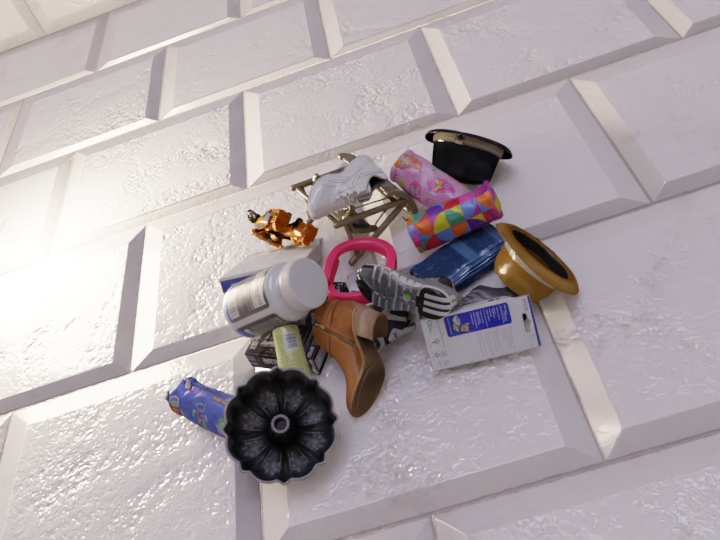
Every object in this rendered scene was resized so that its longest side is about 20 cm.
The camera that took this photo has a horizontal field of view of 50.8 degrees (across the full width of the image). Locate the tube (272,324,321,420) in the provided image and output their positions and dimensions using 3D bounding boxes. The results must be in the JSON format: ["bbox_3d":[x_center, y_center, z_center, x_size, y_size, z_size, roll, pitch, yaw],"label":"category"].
[{"bbox_3d":[-0.120,0.202,1.405,0.058,0.052,0.202,-35,63,46],"label":"tube"}]

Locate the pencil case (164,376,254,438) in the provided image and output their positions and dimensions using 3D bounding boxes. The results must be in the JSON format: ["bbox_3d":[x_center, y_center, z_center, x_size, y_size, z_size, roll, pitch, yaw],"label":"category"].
[{"bbox_3d":[-0.273,0.259,1.425,0.199,0.088,0.078,15,34,33],"label":"pencil case"}]

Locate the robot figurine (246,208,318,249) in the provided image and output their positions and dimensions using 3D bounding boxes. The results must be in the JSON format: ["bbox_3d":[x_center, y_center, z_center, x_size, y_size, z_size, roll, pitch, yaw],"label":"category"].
[{"bbox_3d":[-0.176,-0.090,1.654,0.200,0.144,0.059,-4,62,64],"label":"robot figurine"}]

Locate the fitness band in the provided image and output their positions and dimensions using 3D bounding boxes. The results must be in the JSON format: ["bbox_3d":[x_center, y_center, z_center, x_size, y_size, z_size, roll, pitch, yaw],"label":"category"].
[{"bbox_3d":[0.000,0.000,1.495,0.142,0.038,0.201,-1,34,9],"label":"fitness band"}]

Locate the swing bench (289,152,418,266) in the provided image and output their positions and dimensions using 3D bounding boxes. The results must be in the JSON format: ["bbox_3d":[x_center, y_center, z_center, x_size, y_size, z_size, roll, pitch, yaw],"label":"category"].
[{"bbox_3d":[-0.012,-0.154,1.675,0.199,0.130,0.199,-36,47,-14],"label":"swing bench"}]

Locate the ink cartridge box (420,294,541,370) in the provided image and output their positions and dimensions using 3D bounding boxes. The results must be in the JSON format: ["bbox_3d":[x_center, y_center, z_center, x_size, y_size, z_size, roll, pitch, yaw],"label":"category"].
[{"bbox_3d":[0.213,0.108,1.352,0.198,0.100,0.039,-13,7,11],"label":"ink cartridge box"}]

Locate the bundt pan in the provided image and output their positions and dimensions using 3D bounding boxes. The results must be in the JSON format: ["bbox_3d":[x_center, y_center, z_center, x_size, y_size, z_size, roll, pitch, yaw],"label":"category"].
[{"bbox_3d":[-0.138,0.273,1.318,0.200,0.076,0.204,1,68,-2],"label":"bundt pan"}]

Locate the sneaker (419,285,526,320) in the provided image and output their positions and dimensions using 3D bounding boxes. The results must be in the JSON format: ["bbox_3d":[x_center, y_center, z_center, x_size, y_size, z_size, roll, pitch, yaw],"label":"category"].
[{"bbox_3d":[0.208,0.073,1.418,0.198,0.074,0.081,-7,38,7],"label":"sneaker"}]

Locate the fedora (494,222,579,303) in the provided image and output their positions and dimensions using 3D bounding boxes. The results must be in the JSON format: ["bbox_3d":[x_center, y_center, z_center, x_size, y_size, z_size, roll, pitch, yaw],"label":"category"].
[{"bbox_3d":[0.310,-0.004,1.405,0.082,0.200,0.201,-54,38,22],"label":"fedora"}]

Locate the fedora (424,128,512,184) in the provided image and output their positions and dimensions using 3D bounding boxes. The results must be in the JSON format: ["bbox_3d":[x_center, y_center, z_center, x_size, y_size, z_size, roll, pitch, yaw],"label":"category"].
[{"bbox_3d":[0.230,-0.243,1.676,0.199,0.200,0.092,16,90,34],"label":"fedora"}]

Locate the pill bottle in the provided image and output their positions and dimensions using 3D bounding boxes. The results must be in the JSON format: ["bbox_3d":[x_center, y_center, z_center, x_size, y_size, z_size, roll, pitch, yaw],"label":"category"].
[{"bbox_3d":[-0.160,0.051,1.434,0.199,0.114,0.114,-23,35,41],"label":"pill bottle"}]

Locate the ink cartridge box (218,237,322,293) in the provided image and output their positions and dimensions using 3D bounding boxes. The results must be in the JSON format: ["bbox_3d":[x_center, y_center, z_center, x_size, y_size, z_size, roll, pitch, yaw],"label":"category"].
[{"bbox_3d":[-0.186,-0.011,1.657,0.195,0.044,0.200,-13,12,13],"label":"ink cartridge box"}]

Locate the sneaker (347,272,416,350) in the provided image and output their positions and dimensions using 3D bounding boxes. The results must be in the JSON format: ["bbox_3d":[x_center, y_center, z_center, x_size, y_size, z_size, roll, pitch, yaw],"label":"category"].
[{"bbox_3d":[0.051,0.065,1.484,0.128,0.080,0.200,-15,34,-4],"label":"sneaker"}]

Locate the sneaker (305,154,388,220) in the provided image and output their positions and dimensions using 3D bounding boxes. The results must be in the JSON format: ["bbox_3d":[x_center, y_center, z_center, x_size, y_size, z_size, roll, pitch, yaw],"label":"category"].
[{"bbox_3d":[-0.028,-0.165,1.554,0.200,0.075,0.087,-38,54,-22],"label":"sneaker"}]

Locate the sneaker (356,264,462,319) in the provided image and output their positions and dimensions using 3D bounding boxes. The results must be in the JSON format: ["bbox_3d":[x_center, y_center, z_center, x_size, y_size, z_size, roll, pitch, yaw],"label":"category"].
[{"bbox_3d":[0.096,0.034,1.388,0.199,0.076,0.115,22,21,30],"label":"sneaker"}]

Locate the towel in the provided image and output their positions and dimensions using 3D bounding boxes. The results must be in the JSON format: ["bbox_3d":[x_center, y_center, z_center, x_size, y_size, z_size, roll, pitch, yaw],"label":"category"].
[{"bbox_3d":[0.201,-0.022,1.520,0.199,0.049,0.112,-34,43,-10],"label":"towel"}]

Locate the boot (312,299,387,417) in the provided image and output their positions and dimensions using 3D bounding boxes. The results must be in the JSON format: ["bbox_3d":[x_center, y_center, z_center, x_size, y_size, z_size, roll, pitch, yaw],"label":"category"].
[{"bbox_3d":[-0.034,0.153,1.386,0.154,0.202,0.076,12,11,40],"label":"boot"}]

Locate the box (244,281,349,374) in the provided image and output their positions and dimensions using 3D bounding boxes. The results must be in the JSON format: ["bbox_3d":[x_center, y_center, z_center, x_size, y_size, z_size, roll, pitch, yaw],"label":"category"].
[{"bbox_3d":[-0.123,0.109,1.531,0.156,0.050,0.201,2,49,25],"label":"box"}]

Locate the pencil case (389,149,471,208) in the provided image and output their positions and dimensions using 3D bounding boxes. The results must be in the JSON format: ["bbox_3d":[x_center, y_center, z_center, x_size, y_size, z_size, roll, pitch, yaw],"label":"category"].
[{"bbox_3d":[0.157,-0.179,1.635,0.199,0.088,0.087,37,67,23],"label":"pencil case"}]

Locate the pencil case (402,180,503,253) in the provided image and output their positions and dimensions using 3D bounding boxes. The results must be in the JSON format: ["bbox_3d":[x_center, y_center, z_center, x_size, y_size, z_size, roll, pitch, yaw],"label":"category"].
[{"bbox_3d":[0.186,-0.108,1.531,0.199,0.089,0.089,-21,42,19],"label":"pencil case"}]
